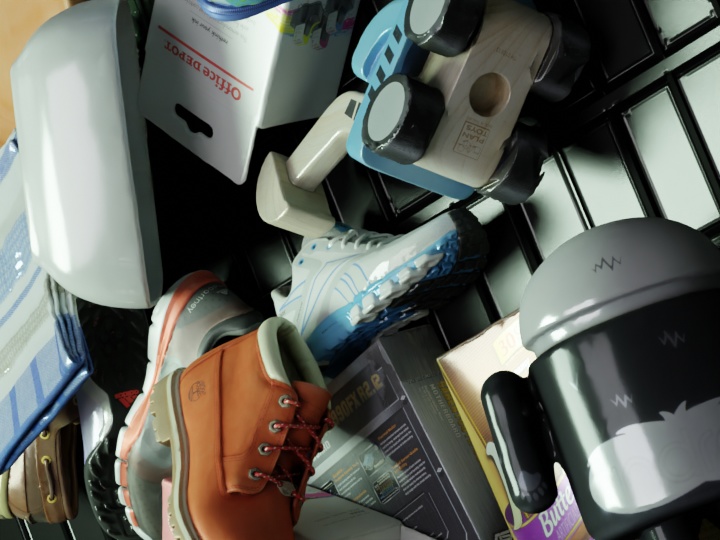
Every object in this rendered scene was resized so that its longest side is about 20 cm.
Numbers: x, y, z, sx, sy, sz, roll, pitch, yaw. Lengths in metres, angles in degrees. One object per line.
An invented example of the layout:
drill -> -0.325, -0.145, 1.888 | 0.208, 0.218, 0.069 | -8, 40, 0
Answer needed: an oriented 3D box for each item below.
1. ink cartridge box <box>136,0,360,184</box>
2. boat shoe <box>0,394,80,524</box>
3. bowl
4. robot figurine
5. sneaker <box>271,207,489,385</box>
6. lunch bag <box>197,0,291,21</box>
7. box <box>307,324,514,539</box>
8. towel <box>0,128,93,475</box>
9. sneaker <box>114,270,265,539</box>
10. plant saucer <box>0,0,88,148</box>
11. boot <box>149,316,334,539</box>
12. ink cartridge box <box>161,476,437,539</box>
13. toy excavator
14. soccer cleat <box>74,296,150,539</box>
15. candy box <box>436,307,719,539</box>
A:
ink cartridge box -> -0.065, -0.168, 1.672 | 0.115, 0.068, 0.200 | 36, 124, 35
boat shoe -> -0.219, 0.085, 1.918 | 0.068, 0.072, 0.200 | 10, 102, 11
bowl -> -0.176, -0.075, 1.733 | 0.200, 0.075, 0.200 | -92, -4, -83
robot figurine -> 0.160, 0.071, 1.434 | 0.125, 0.150, 0.200 | -33, 72, 49
sneaker -> 0.000, 0.000, 1.647 | 0.200, 0.075, 0.087 | -38, 66, 45
lunch bag -> -0.057, -0.245, 1.548 | 0.200, 0.161, 0.082 | 63, 178, 38
box -> 0.011, 0.150, 1.689 | 0.200, 0.048, 0.158 | -44, 67, 44
towel -> -0.241, 0.020, 1.852 | 0.147, 0.024, 0.200 | -47, 49, 42
sneaker -> -0.106, 0.104, 1.788 | 0.082, 0.077, 0.200 | 26, 119, 34
plant saucer -> -0.250, -0.169, 1.897 | 0.200, 0.037, 0.200 | 14, 109, 44
boot -> -0.058, 0.118, 1.600 | 0.107, 0.075, 0.200 | -34, 50, 21
ink cartridge box -> -0.038, 0.201, 1.668 | 0.200, 0.067, 0.117 | 15, 110, 45
toy excavator -> 0.023, -0.093, 1.575 | 0.195, 0.100, 0.200 | -67, 28, 8
soccer cleat -> -0.167, 0.090, 1.867 | 0.073, 0.068, 0.200 | -119, 19, -67
candy box -> 0.132, 0.115, 1.545 | 0.117, 0.056, 0.200 | -35, 73, 47
